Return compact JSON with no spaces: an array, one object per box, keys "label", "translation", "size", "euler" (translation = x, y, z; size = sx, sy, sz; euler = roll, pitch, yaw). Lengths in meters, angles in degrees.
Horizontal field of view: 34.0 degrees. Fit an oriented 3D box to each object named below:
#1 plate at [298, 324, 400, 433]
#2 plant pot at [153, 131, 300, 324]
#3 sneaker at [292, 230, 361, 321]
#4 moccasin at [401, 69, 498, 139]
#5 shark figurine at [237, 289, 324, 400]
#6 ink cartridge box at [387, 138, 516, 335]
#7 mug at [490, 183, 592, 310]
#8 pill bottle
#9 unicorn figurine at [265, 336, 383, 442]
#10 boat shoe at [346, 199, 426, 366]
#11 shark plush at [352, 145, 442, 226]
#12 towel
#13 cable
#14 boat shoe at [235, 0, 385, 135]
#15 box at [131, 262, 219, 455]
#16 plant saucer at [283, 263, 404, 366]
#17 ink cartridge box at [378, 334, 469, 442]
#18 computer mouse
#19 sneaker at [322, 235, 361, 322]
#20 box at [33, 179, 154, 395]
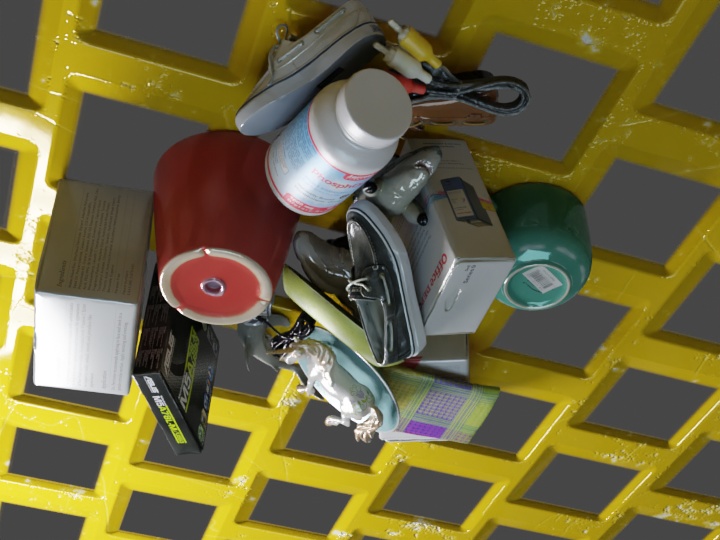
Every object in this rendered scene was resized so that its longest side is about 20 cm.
[{"label":"plate","translation":[-0.016,0.147,1.654],"size":[0.199,0.026,0.201],"euler":[35,151,22]},{"label":"plant pot","translation":[-0.174,-0.044,1.482],"size":[0.198,0.179,0.202],"euler":[1,139,1]},{"label":"sneaker","translation":[0.000,0.000,1.526],"size":[0.199,0.075,0.100],"euler":[38,113,-23]},{"label":"moccasin","translation":[0.063,-0.193,1.395],"size":[0.199,0.074,0.078],"euler":[-6,130,-3]},{"label":"shark figurine","translation":[-0.141,0.119,1.729],"size":[0.127,0.090,0.215],"euler":[-14,134,18]},{"label":"ink cartridge box","translation":[0.100,-0.041,1.450],"size":[0.086,0.202,0.146],"euler":[0,140,-21]},{"label":"mug","translation":[0.211,-0.022,1.539],"size":[0.182,0.115,0.153],"euler":[3,138,-2]},{"label":"pill bottle","translation":[-0.024,-0.144,1.317],"size":[0.108,0.110,0.200],"euler":[21,154,-20]},{"label":"unicorn figurine","translation":[-0.045,0.151,1.610],"size":[0.199,0.074,0.137],"euler":[31,153,-6]},{"label":"boat shoe","translation":[0.020,0.019,1.389],"size":[0.072,0.070,0.202],"euler":[-3,111,56]},{"label":"shark plush","translation":[0.039,-0.104,1.434],"size":[0.090,0.084,0.200],"euler":[27,170,-11]},{"label":"towel","translation":[0.091,0.193,1.724],"size":[0.198,0.023,0.144],"euler":[13,136,-12]},{"label":"cable","translation":[0.094,-0.203,1.319],"size":[0.198,0.051,0.098],"euler":[23,117,-15]},{"label":"boat shoe","translation":[-0.071,-0.240,1.339],"size":[0.201,0.087,0.074],"euler":[-35,158,19]},{"label":"box","translation":[-0.254,0.123,1.650],"size":[0.047,0.202,0.194],"euler":[-4,137,9]},{"label":"plant saucer","translation":[-0.029,0.065,1.514],"size":[0.200,0.200,0.031],"euler":[39,90,-33]},{"label":"ink cartridge box","translation":[0.093,0.168,1.775],"size":[0.144,0.085,0.201],"euler":[-2,136,4]},{"label":"computer mouse","translation":[-0.151,0.037,1.627],"size":[0.200,0.044,0.110],"euler":[41,141,5]},{"label":"sneaker","translation":[0.032,0.017,1.615],"size":[0.113,0.076,0.200],"euler":[-23,130,28]},{"label":"box","translation":[-0.350,0.023,1.544],"size":[0.129,0.202,0.200],"euler":[8,138,-9]}]
